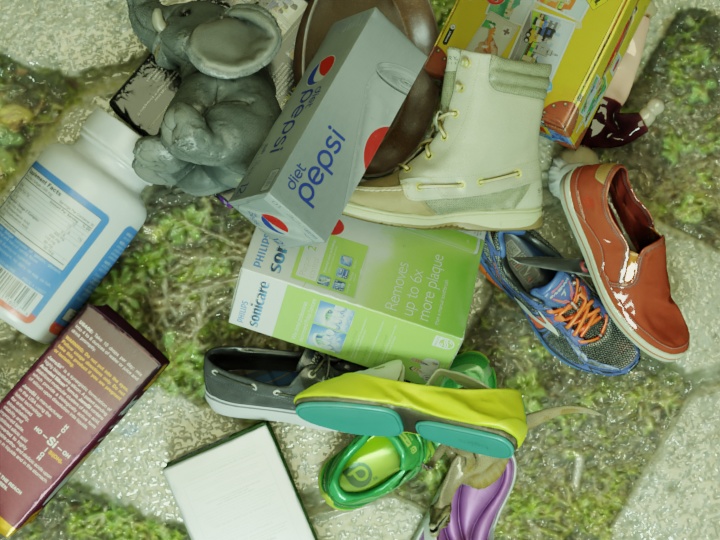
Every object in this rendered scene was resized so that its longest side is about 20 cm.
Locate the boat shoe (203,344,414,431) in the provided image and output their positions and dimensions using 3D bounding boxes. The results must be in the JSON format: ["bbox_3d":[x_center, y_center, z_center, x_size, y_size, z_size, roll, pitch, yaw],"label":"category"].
[{"bbox_3d":[-0.049,0.095,1.186,0.200,0.070,0.066,4,129,17],"label":"boat shoe"}]

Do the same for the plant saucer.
[{"bbox_3d":[0.003,-0.186,1.191,0.034,0.200,0.201,9,86,39],"label":"plant saucer"}]

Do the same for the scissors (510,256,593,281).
[{"bbox_3d":[0.211,-0.008,1.203,0.200,0.014,0.073,21,65,-31],"label":"scissors"}]

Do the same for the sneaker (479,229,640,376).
[{"bbox_3d":[0.180,0.026,1.220,0.200,0.078,0.075,41,87,0],"label":"sneaker"}]

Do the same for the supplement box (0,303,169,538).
[{"bbox_3d":[-0.270,0.130,1.176,0.086,0.110,0.200,41,86,-1],"label":"supplement box"}]

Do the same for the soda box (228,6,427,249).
[{"bbox_3d":[-0.024,-0.117,1.078,0.068,0.063,0.200,41,63,-26],"label":"soda box"}]

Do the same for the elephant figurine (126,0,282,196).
[{"bbox_3d":[-0.126,-0.174,1.138,0.155,0.141,0.200,21,66,-41],"label":"elephant figurine"}]

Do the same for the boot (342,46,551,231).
[{"bbox_3d":[0.065,-0.114,1.125,0.200,0.072,0.155,1,101,-12],"label":"boot"}]

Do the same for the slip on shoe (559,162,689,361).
[{"bbox_3d":[0.248,-0.007,1.183,0.074,0.061,0.200,-33,99,-43],"label":"slip on shoe"}]

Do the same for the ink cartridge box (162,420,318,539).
[{"bbox_3d":[-0.094,0.249,1.204,0.104,0.059,0.200,-23,89,-3],"label":"ink cartridge box"}]

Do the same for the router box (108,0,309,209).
[{"bbox_3d":[-0.114,-0.181,1.229,0.149,0.051,0.200,40,86,-2],"label":"router box"}]

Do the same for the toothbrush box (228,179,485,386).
[{"bbox_3d":[0.000,0.000,1.177,0.200,0.086,0.146,18,50,-1],"label":"toothbrush box"}]

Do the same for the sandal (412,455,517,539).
[{"bbox_3d":[0.090,0.251,1.218,0.082,0.050,0.203,16,85,-2],"label":"sandal"}]

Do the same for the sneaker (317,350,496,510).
[{"bbox_3d":[0.049,0.154,1.205,0.200,0.084,0.074,-40,89,-5],"label":"sneaker"}]

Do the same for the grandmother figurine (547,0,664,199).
[{"bbox_3d":[0.226,-0.161,1.246,0.121,0.061,0.200,17,89,26],"label":"grandmother figurine"}]

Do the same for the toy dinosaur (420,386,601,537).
[{"bbox_3d":[0.119,0.151,1.190,0.200,0.058,0.101,-36,127,-16],"label":"toy dinosaur"}]

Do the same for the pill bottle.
[{"bbox_3d":[-0.264,-0.043,1.185,0.112,0.112,0.200,37,85,-1],"label":"pill bottle"}]

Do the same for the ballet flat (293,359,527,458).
[{"bbox_3d":[0.045,0.112,1.125,0.200,0.067,0.067,9,60,11],"label":"ballet flat"}]

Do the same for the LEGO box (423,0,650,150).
[{"bbox_3d":[0.172,-0.235,1.205,0.149,0.077,0.200,27,90,19],"label":"LEGO box"}]
